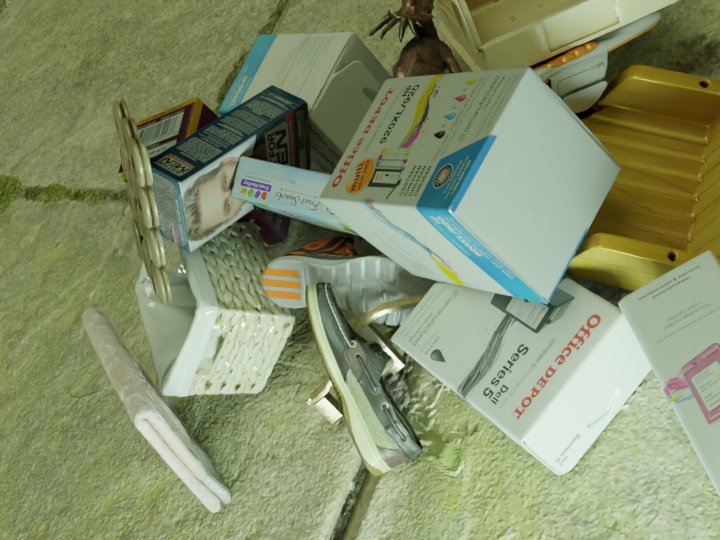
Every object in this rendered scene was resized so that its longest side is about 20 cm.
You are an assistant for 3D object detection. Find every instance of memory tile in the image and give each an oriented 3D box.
[{"bbox_3d":[-0.238,-0.074,1.109,0.017,0.200,0.153,-14,36,-16],"label":"memory tile"}]

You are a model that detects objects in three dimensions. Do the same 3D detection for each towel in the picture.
[{"bbox_3d":[-0.226,0.153,1.125,0.032,0.191,0.200,-36,42,-9],"label":"towel"}]

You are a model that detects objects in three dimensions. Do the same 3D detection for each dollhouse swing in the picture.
[{"bbox_3d":[0.275,-0.103,0.882,0.181,0.176,0.200,14,67,10],"label":"dollhouse swing"}]

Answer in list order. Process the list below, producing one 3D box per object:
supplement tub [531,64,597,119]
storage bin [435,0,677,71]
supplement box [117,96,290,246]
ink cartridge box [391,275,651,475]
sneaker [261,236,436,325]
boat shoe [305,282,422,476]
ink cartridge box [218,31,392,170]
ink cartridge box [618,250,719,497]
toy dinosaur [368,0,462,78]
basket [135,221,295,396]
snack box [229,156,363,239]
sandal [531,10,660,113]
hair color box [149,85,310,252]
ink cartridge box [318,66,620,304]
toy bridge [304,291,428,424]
[{"bbox_3d":[0.198,-0.227,1.104,0.107,0.107,0.200,-24,48,25],"label":"supplement tub"},{"bbox_3d":[0.175,-0.286,0.996,0.200,0.094,0.199,-23,32,2],"label":"storage bin"},{"bbox_3d":[-0.186,-0.109,1.269,0.110,0.200,0.086,-15,51,31],"label":"supplement box"},{"bbox_3d":[0.148,0.069,0.948,0.146,0.084,0.200,-51,42,-3],"label":"ink cartridge box"},{"bbox_3d":[0.000,0.000,1.126,0.200,0.078,0.112,10,21,13],"label":"sneaker"},{"bbox_3d":[0.003,0.100,1.013,0.065,0.073,0.200,-22,91,4],"label":"boat shoe"},{"bbox_3d":[-0.052,-0.210,1.285,0.200,0.129,0.125,12,69,45],"label":"ink cartridge box"},{"bbox_3d":[0.288,0.108,0.758,0.085,0.145,0.200,-31,45,17],"label":"ink cartridge box"},{"bbox_3d":[0.066,-0.239,1.202,0.086,0.136,0.200,-19,51,29],"label":"toy dinosaur"},{"bbox_3d":[-0.171,0.038,1.183,0.136,0.123,0.200,-63,34,29],"label":"basket"},{"bbox_3d":[-0.021,-0.069,1.114,0.200,0.142,0.053,15,87,31],"label":"snack box"},{"bbox_3d":[0.212,-0.184,0.968,0.206,0.059,0.079,-29,9,-16],"label":"sandal"},{"bbox_3d":[-0.144,-0.117,1.153,0.060,0.100,0.200,29,51,29],"label":"hair color box"},{"bbox_3d":[0.093,-0.080,0.924,0.200,0.145,0.147,11,67,55],"label":"ink cartridge box"},{"bbox_3d":[0.018,0.077,1.061,0.200,0.067,0.027,-40,17,10],"label":"toy bridge"}]
